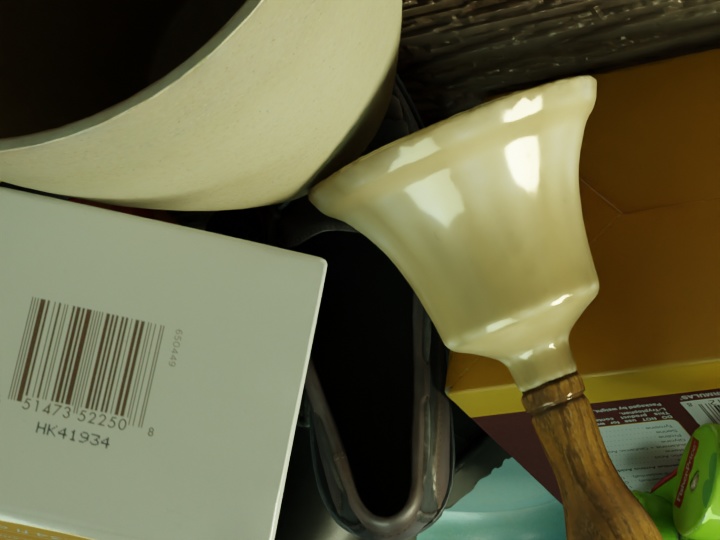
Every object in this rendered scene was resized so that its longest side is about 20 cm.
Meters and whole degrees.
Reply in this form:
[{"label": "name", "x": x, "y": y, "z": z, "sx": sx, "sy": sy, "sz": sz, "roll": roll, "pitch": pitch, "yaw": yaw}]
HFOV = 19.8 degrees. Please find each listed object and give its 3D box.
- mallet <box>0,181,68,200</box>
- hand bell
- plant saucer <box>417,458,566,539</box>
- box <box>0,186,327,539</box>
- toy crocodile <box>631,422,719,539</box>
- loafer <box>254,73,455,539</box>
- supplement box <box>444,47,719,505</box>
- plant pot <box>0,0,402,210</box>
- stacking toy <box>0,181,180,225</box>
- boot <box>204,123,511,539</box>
[{"label": "mallet", "x": -0.156, "y": 0.003, "z": 0.775, "sx": 0.200, "sy": 0.041, "sz": 0.066, "roll": -22, "pitch": 105, "yaw": 19}, {"label": "hand bell", "x": 0.068, "y": 0.047, "z": 0.684, "sx": 0.104, "sy": 0.200, "sz": 0.104, "roll": -22, "pitch": 176, "yaw": -2}, {"label": "plant saucer", "x": 0.038, "y": 0.101, "z": 1.090, "sx": 0.200, "sy": 0.027, "sz": 0.200, "roll": 7, "pitch": 150, "yaw": 4}, {"label": "box", "x": -0.089, "y": 0.052, "z": 0.681, "sx": 0.124, "sy": 0.098, "sz": 0.200, "roll": 12, "pitch": 165, "yaw": -4}, {"label": "toy crocodile", "x": 0.134, "y": 0.082, "z": 0.727, "sx": 0.067, "sy": 0.062, "sz": 0.200, "roll": 14, "pitch": 155, "yaw": -8}, {"label": "loafer", "x": 0.000, "y": 0.000, "z": 0.749, "sx": 0.072, "sy": 0.201, "sz": 0.063, "roll": -10, "pitch": 178, "yaw": 1}, {"label": "supplement box", "x": 0.171, "y": 0.023, "z": 0.800, "sx": 0.197, "sy": 0.133, "sz": 0.200, "roll": -9, "pitch": 146, "yaw": 30}, {"label": "plant pot", "x": -0.062, "y": -0.093, "z": 0.641, "sx": 0.187, "sy": 0.188, "sz": 0.200, "roll": -1, "pitch": 163, "yaw": 18}, {"label": "stacking toy", "x": -0.147, "y": -0.028, "z": 0.838, "sx": 0.146, "sy": 0.146, "sz": 0.200, "roll": -3, "pitch": 134, "yaw": 21}, {"label": "boot", "x": -0.028, "y": 0.051, "z": 0.831, "sx": 0.079, "sy": 0.211, "sz": 0.158, "roll": 24, "pitch": 148, "yaw": 44}]
